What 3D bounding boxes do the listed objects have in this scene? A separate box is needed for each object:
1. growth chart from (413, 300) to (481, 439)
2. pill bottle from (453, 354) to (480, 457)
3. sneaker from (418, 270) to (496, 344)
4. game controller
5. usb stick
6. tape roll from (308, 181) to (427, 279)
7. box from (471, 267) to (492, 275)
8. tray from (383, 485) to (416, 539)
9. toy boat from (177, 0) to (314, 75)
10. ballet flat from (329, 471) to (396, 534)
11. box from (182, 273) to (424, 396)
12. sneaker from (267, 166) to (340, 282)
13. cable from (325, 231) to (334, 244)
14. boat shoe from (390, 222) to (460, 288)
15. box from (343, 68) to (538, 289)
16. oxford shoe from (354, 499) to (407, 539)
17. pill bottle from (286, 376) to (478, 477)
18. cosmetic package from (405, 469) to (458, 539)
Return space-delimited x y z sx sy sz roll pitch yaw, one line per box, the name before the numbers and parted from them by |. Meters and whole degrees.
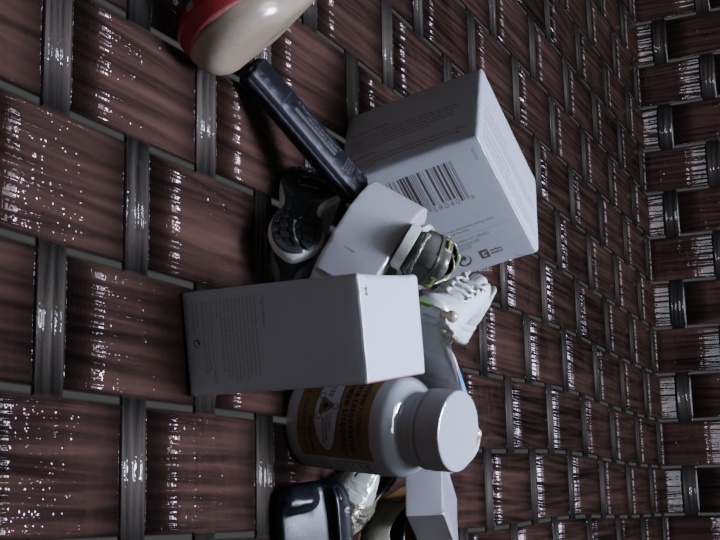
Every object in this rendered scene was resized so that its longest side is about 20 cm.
growth chart | 0.076 0.108 1.441 0.018 0.145 0.201 -34 126 -27
pill bottle | 0.080 0.158 1.600 0.109 0.108 0.200 -69 148 -46
sneaker | 0.109 0.036 1.493 0.087 0.074 0.200 -52 168 9
game controller | -0.050 0.337 1.409 0.104 0.042 0.201 -1 85 -33
usb stick | -0.063 -0.159 1.440 0.200 0.033 0.056 48 28 -14
tape roll | 0.000 0.000 1.459 0.203 0.071 0.203 -59 172 -13
box | 0.131 -0.038 1.884 0.200 0.075 0.101 -3 87 -64
tray | 0.067 0.397 1.682 0.099 0.037 0.201 -12 95 -66
toy boat | -0.134 -0.298 1.333 0.131 0.130 0.200 46 32 -7
ballet flat | 0.006 0.254 1.530 0.075 0.068 0.200 -57 170 23
box | -0.056 0.065 1.286 0.152 0.199 0.107 2 83 -65
sneaker | -0.069 -0.056 1.465 0.200 0.074 0.080 -71 175 -53
cable | -0.017 0.050 1.599 0.097 0.050 0.200 -50 119 -36
boat shoe | 0.080 -0.012 1.448 0.072 0.060 0.202 -61 172 3
box | 0.104 -0.113 1.634 0.200 0.198 0.172 58 24 -32
oxford shoe | 0.022 0.376 1.538 0.071 0.074 0.201 37 51 -58
pill bottle | 0.025 0.174 1.420 0.114 0.199 0.115 -1 92 -55
cosmetic package | 0.091 0.299 1.591 0.200 0.050 0.083 71 15 -61
